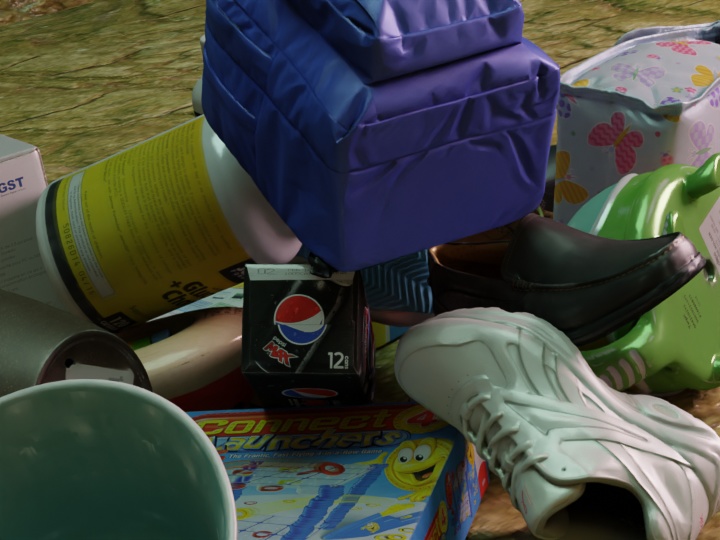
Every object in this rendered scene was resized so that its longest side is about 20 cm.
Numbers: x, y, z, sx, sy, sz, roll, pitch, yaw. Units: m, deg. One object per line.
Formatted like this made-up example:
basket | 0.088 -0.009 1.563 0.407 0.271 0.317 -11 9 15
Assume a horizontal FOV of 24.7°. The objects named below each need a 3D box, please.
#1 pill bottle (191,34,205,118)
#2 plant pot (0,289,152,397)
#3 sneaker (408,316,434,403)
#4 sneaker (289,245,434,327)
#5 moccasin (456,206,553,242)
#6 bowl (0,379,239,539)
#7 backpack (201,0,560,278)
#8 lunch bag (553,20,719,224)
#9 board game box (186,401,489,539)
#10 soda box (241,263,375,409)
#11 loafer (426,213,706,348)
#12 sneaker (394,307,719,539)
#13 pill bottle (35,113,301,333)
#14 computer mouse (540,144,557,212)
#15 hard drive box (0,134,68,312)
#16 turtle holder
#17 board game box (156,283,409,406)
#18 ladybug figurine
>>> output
pill bottle | -0.081 -0.108 1.412 0.111 0.203 0.113 -9 19 3
plant pot | -0.217 0.084 0.929 0.198 0.189 0.187 -6 18 36
sneaker | 0.077 0.066 1.073 0.086 0.075 0.201 10 28 2
sneaker | 0.000 0.000 1.115 0.077 0.081 0.199 -51 34 -13
moccasin | 0.096 -0.051 1.256 0.199 0.078 0.074 19 28 -17
bowl | -0.133 0.162 0.762 0.198 0.105 0.203 -10 52 13
backpack | 0.005 -0.122 0.940 0.161 0.170 0.200 -12 36 -28
lunch bag | 0.224 -0.081 1.215 0.126 0.172 0.199 17 31 32
board game box | -0.045 0.142 0.911 0.197 0.057 0.196 -4 20 18
soda box | -0.028 0.049 0.994 0.070 0.064 0.200 0 -13 2
loafer | 0.106 0.004 0.936 0.199 0.073 0.073 -19 9 47
sneaker | 0.097 0.091 0.874 0.198 0.079 0.099 25 42 18
pill bottle | -0.106 -0.041 1.087 0.198 0.113 0.112 -21 16 17
computer mouse | 0.141 -0.071 1.417 0.197 0.053 0.139 -14 19 -9
hard drive box | -0.283 0.026 1.145 0.155 0.203 0.077 -20 21 -29
turtle holder | 0.179 0.025 1.042 0.131 0.140 0.188 -13 53 41
board game box | -0.047 0.032 1.246 0.199 0.041 0.152 -25 24 -35
ladybug figurine | -0.147 0.080 1.096 0.198 0.073 0.136 -17 10 1
